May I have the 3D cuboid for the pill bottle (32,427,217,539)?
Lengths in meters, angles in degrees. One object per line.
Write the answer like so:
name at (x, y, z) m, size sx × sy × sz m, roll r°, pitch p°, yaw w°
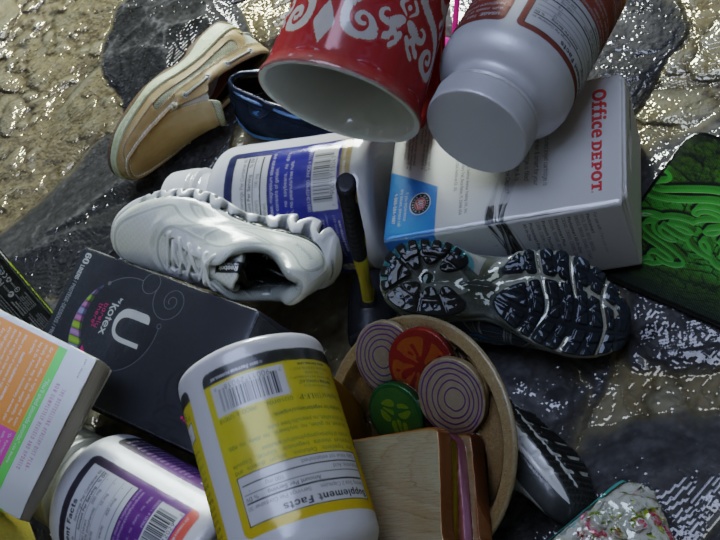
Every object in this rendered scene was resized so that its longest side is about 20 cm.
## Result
pill bottle at (-0.168, 0.194, 1.120) m, size 0.199 × 0.112 × 0.112 m, roll 22°, pitch 66°, yaw 36°

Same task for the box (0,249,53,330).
box at (-0.352, 0.078, 1.232) m, size 0.193 × 0.201 × 0.048 m, roll -38°, pitch 42°, yaw -6°

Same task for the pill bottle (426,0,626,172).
pill bottle at (0.130, -0.177, 1.153) m, size 0.111 × 0.113 × 0.201 m, roll 10°, pitch 52°, yaw 30°

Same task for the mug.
mug at (0.012, -0.215, 1.162) m, size 0.132 × 0.178 × 0.202 m, roll 17°, pitch 76°, yaw 4°

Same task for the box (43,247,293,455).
box at (-0.155, 0.076, 1.192) m, size 0.199 × 0.106 × 0.123 m, roll 17°, pitch 79°, yaw 33°

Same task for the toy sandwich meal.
toy sandwich meal at (0.028, 0.133, 1.052) m, size 0.204 × 0.070 × 0.208 m, roll -1°, pitch 89°, yaw 42°

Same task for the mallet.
mallet at (0.000, 0.000, 1.136) m, size 0.041 × 0.200 × 0.067 m, roll -2°, pitch 64°, yaw 7°

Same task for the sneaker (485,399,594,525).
sneaker at (0.094, 0.130, 1.087) m, size 0.080 × 0.073 × 0.200 m, roll -53°, pitch 48°, yaw 8°

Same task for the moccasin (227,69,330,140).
moccasin at (-0.038, -0.155, 1.353) m, size 0.198 × 0.068 × 0.081 m, roll -2°, pitch 54°, yaw 23°

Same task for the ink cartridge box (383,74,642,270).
ink cartridge box at (0.129, -0.068, 1.197) m, size 0.198 × 0.085 × 0.147 m, roll -8°, pitch 48°, yaw 19°

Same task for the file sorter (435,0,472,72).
file sorter at (0.057, -0.254, 1.307) m, size 0.198 × 0.127 × 0.138 m, roll 15°, pitch 19°, yaw 33°

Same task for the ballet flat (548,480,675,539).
ballet flat at (0.133, 0.222, 0.987) m, size 0.200 × 0.076 × 0.064 m, roll -40°, pitch 56°, yaw -5°

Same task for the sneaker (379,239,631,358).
sneaker at (0.114, 0.024, 1.144) m, size 0.198 × 0.086 × 0.078 m, roll 14°, pitch 76°, yaw 6°

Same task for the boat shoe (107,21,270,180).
boat shoe at (-0.164, -0.161, 1.421) m, size 0.076 × 0.072 × 0.201 m, roll 28°, pitch 69°, yaw 25°

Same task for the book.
book at (-0.311, 0.088, 1.113) m, size 0.198 × 0.048 × 0.135 m, roll 26°, pitch 79°, yaw 10°

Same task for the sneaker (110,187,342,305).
sneaker at (-0.118, -0.015, 1.175) m, size 0.198 × 0.076 × 0.081 m, roll 8°, pitch 28°, yaw 17°

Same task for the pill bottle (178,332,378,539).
pill bottle at (-0.051, 0.155, 1.009) m, size 0.110 × 0.111 × 0.202 m, roll -21°, pitch 69°, yaw 8°

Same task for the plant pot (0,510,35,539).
plant pot at (-0.319, 0.245, 1.119) m, size 0.141 × 0.202 × 0.200 m, roll -17°, pitch 44°, yaw -22°

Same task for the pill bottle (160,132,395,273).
pill bottle at (-0.067, -0.052, 1.255) m, size 0.198 × 0.120 × 0.121 m, roll -5°, pitch 53°, yaw 21°

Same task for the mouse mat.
mouse mat at (0.302, -0.025, 1.139) m, size 0.199 × 0.008 × 0.161 m, roll 25°, pitch 68°, yaw 37°
